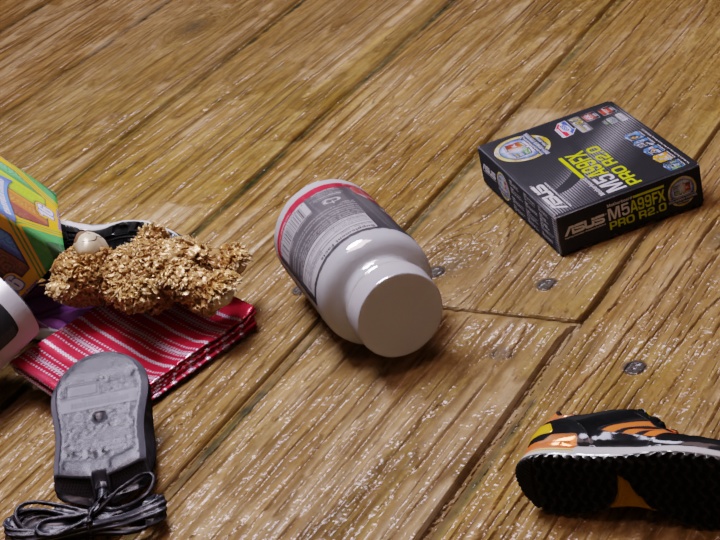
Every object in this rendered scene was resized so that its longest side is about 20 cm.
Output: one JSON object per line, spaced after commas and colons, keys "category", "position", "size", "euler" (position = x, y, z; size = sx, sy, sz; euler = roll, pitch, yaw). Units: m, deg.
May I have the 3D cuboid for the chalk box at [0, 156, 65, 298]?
{"category": "chalk box", "position": [-0.407, -0.057, 1.551], "size": [0.124, 0.200, 0.125], "euler": [-44, 34, 15]}

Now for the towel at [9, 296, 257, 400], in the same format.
{"category": "towel", "position": [-0.211, 0.065, 1.497], "size": [0.144, 0.023, 0.200], "euler": [27, 47, 34]}

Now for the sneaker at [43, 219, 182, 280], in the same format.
{"category": "sneaker", "position": [-0.248, -0.020, 1.644], "size": [0.198, 0.075, 0.079], "euler": [7, 6, 21]}

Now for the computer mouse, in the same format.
{"category": "computer mouse", "position": [-0.222, 0.155, 1.342], "size": [0.137, 0.053, 0.201], "euler": [-8, 44, 5]}

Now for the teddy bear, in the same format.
{"category": "teddy bear", "position": [-0.201, -0.004, 1.512], "size": [0.198, 0.067, 0.145], "euler": [12, 39, 23]}

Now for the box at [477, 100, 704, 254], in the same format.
{"category": "box", "position": [0.229, -0.098, 1.601], "size": [0.159, 0.045, 0.200], "euler": [-19, 29, -10]}

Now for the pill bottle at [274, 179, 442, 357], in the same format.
{"category": "pill bottle", "position": [0.000, 0.000, 1.457], "size": [0.110, 0.111, 0.200], "euler": [-20, 30, -13]}

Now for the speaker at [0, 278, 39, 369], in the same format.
{"category": "speaker", "position": [-0.391, 0.094, 1.446], "size": [0.081, 0.082, 0.200], "euler": [18, 54, 44]}

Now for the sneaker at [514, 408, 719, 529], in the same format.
{"category": "sneaker", "position": [0.217, 0.132, 1.170], "size": [0.198, 0.070, 0.090], "euler": [-1, 34, 26]}

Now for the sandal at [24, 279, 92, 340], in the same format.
{"category": "sandal", "position": [-0.309, 0.033, 1.594], "size": [0.201, 0.050, 0.082], "euler": [8, 35, 33]}
